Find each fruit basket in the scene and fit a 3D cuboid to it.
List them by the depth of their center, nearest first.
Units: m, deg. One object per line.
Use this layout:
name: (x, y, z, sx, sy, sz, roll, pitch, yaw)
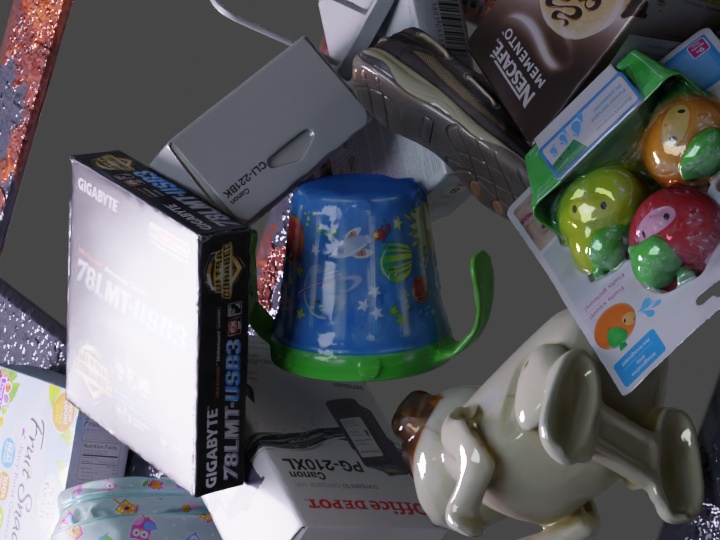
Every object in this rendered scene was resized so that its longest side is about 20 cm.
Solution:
fruit basket: (0.188, -0.046, 1.314, 0.185, 0.094, 0.200, -44, 34, 15)

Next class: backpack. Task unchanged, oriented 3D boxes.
backpack: (-0.147, 0.225, 1.620, 0.167, 0.200, 0.127, -34, 59, 42)

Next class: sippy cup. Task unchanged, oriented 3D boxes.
sippy cup: (0.000, 0.000, 1.510, 0.140, 0.178, 0.131, -125, 34, -72)

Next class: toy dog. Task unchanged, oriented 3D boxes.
toy dog: (0.106, 0.106, 1.395, 0.200, 0.139, 0.194, -30, 49, 43)

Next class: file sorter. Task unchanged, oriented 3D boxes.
file sorter: (-0.023, -0.277, 1.582, 0.200, 0.124, 0.139, -60, 20, 24)

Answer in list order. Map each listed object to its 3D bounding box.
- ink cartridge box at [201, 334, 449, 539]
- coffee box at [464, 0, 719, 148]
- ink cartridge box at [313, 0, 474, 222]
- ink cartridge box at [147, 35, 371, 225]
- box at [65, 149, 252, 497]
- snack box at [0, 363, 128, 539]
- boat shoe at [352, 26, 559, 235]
ink cartridge box: (-0.045, 0.146, 1.554, 0.084, 0.145, 0.200, -56, 47, 29)
coffee box: (0.173, -0.185, 1.403, 0.200, 0.080, 0.113, -54, 48, 29)
ink cartridge box: (0.026, -0.107, 1.605, 0.200, 0.057, 0.163, 135, 130, -58)
ink cartridge box: (-0.094, -0.080, 1.592, 0.084, 0.144, 0.200, 50, 157, -3)
box: (-0.150, 0.034, 1.510, 0.200, 0.050, 0.199, 30, 124, 49)
snack box: (-0.287, 0.196, 1.893, 0.169, 0.068, 0.200, 13, 95, 50)
boat shoe: (0.087, -0.106, 1.465, 0.200, 0.073, 0.075, 39, 157, 10)
